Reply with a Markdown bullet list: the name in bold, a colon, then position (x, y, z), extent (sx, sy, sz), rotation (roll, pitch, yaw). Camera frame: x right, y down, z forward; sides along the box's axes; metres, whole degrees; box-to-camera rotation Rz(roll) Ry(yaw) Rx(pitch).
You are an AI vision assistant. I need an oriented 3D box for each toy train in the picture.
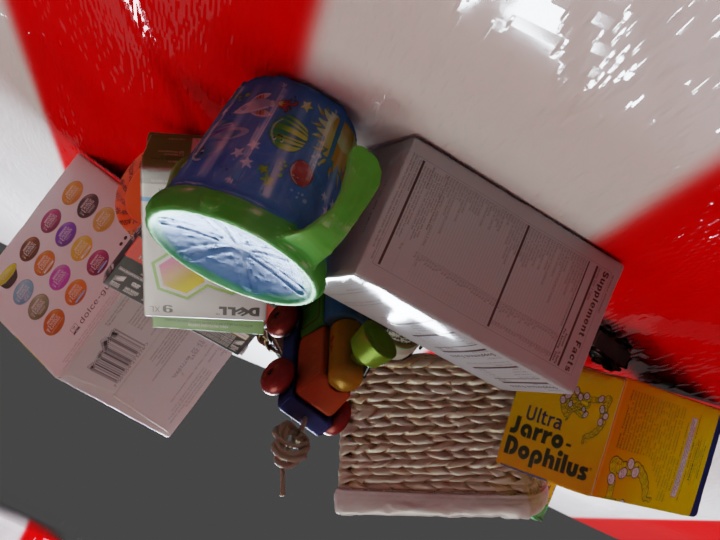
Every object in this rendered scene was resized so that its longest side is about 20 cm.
- **toy train**: position (-0.017, 0.087, 1.160), extent (0.085, 0.200, 0.116), rotation (37, 122, -27)
- **toy train**: position (0.172, 0.038, 1.211), extent (0.200, 0.034, 0.046), rotation (35, 168, -38)

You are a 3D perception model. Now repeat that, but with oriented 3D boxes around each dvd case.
- **dvd case**: position (-0.110, -0.026, 1.204), extent (0.146, 0.200, 0.022), rotation (29, -149, -20)

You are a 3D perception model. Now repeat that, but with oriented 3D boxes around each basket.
- **basket**: position (0.085, 0.165, 1.416), extent (0.199, 0.162, 0.198), rotation (-2, 174, 12)

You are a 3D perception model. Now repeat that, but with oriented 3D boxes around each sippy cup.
- **sippy cup**: position (-0.067, -0.063, 1.004), extent (0.177, 0.131, 0.140), rotation (19, 159, 13)

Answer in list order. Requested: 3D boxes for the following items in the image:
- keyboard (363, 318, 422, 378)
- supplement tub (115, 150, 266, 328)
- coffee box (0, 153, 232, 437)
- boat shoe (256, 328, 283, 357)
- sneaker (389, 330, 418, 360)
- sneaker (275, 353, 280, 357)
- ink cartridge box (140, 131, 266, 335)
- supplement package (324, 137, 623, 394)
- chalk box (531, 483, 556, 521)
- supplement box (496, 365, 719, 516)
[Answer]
- **keyboard**: position (0.022, 0.027, 1.249), extent (0.127, 0.021, 0.200), rotation (15, 135, -10)
- **supplement tub**: position (-0.134, -0.034, 1.314), extent (0.122, 0.123, 0.200), rotation (17, 165, 34)
- **coffee box**: position (-0.266, 0.028, 1.567), extent (0.198, 0.200, 0.200), rotation (36, 178, 39)
- **boat shoe**: position (-0.076, 0.049, 1.417), extent (0.070, 0.070, 0.200), rotation (41, -161, -41)
- **sneaker**: position (0.000, 0.000, 1.290), extent (0.200, 0.077, 0.089), rotation (36, 141, -19)
- **sneaker**: position (-0.032, 0.085, 1.657), extent (0.199, 0.084, 0.121), rotation (27, -164, -2)
- **ink cartridge box**: position (-0.128, -0.013, 1.163), extent (0.103, 0.059, 0.201), rotation (3, 125, -4)
- **supplement package**: position (0.076, 0.002, 1.054), extent (0.200, 0.114, 0.109), rotation (30, 166, -20)
- **chalk box**: position (0.170, 0.221, 1.786), extent (0.123, 0.125, 0.200), rotation (18, 167, 34)
- **supplement box**: position (0.236, 0.154, 1.298), extent (0.109, 0.110, 0.200), rotation (15, 177, 42)
